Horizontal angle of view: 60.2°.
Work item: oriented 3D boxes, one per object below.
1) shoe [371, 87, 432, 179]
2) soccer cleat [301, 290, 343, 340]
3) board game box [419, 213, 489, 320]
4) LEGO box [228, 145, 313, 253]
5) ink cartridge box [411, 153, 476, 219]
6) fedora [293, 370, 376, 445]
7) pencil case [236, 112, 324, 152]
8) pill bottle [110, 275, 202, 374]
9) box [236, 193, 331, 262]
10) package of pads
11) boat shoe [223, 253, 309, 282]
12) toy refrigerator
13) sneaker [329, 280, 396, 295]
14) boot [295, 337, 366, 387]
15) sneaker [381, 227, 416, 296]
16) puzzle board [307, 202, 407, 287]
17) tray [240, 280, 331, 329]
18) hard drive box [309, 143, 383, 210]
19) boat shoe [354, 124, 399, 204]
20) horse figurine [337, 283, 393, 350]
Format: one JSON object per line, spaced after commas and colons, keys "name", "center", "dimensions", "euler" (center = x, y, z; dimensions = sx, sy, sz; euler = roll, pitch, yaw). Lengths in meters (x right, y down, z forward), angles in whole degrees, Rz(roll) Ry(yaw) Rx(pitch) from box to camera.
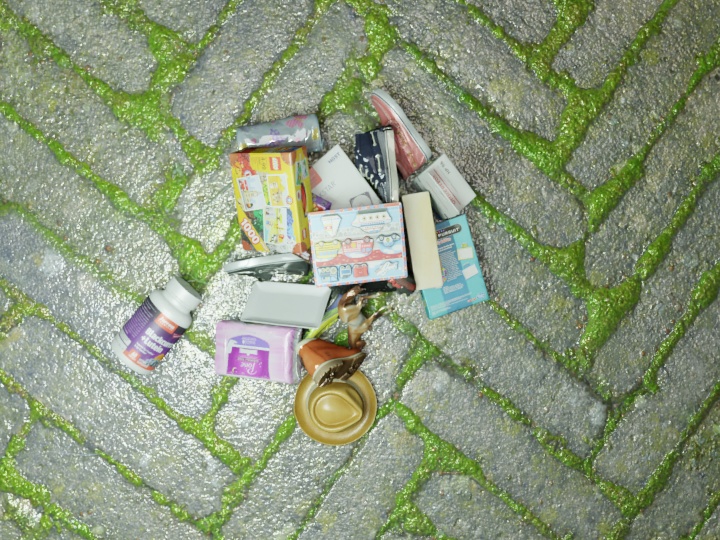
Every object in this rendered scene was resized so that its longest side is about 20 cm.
{"name": "shoe", "center": [0.070, -0.307, 1.406], "dimensions": [0.091, 0.071, 0.201], "euler": [-40, 98, -5]}
{"name": "soccer cleat", "center": [-0.092, 0.121, 1.412], "dimensions": [0.083, 0.065, 0.202], "euler": [29, 103, -44]}
{"name": "board game box", "center": [0.199, -0.009, 1.437], "dimensions": [0.146, 0.047, 0.206], "euler": [-17, 93, -3]}
{"name": "LEGO box", "center": [-0.178, -0.147, 1.280], "dimensions": [0.144, 0.077, 0.207], "euler": [3, 112, 22]}
{"name": "ink cartridge box", "center": [0.182, -0.181, 1.354], "dimensions": [0.067, 0.200, 0.117], "euler": [-40, 94, -2]}
{"name": "fedora", "center": [-0.056, 0.311, 1.408], "dimensions": [0.193, 0.082, 0.208], "euler": [0, 92, -5]}
{"name": "pencil case", "center": [-0.180, -0.290, 1.377], "dimensions": [0.193, 0.084, 0.093], "euler": [-13, 55, -6]}
{"name": "pill bottle", "center": [-0.440, 0.115, 1.358], "dimensions": [0.111, 0.111, 0.201], "euler": [40, 89, -4]}
{"name": "box", "center": [-0.169, -0.124, 1.355], "dimensions": [0.196, 0.039, 0.140], "euler": [27, 120, 11]}
{"name": "package of pads", "center": [-0.222, 0.177, 1.367], "dimensions": [0.193, 0.075, 0.125], "euler": [3, 91, 18]}
{"name": "boat shoe", "center": [-0.209, -0.004, 1.396], "dimensions": [0.193, 0.069, 0.059], "euler": [-8, 93, -6]}
{"name": "toy refrigerator", "center": [0.134, -0.066, 1.370], "dimensions": [0.068, 0.076, 0.207], "euler": [-9, 92, -3]}
{"name": "sneaker", "center": [0.000, 0.000, 1.391], "dimensions": [0.194, 0.089, 0.077], "euler": [3, 133, -27]}
{"name": "boot", "center": [-0.062, 0.185, 1.361], "dimensions": [0.107, 0.198, 0.076], "euler": [42, 107, 25]}
{"name": "sneaker", "center": [0.068, -0.045, 1.319], "dimensions": [0.097, 0.071, 0.203], "euler": [-35, 85, 24]}
{"name": "puzzle board", "center": [-0.005, -0.052, 1.275], "dimensions": [0.193, 0.017, 0.156], "euler": [-6, 99, -1]}
{"name": "tray", "center": [-0.162, 0.078, 1.372], "dimensions": [0.193, 0.022, 0.110], "euler": [4, 56, 20]}
{"name": "hard drive box", "center": [-0.049, -0.150, 1.400], "dimensions": [0.155, 0.077, 0.201], "euler": [-40, 94, -3]}
{"name": "boat shoe", "center": [0.035, -0.209, 1.355], "dimensions": [0.089, 0.075, 0.208], "euler": [-5, 86, 2]}
{"name": "horse figurine", "center": [0.000, 0.093, 1.380], "dimensions": [0.131, 0.201, 0.050], "euler": [-33, 50, 0]}
